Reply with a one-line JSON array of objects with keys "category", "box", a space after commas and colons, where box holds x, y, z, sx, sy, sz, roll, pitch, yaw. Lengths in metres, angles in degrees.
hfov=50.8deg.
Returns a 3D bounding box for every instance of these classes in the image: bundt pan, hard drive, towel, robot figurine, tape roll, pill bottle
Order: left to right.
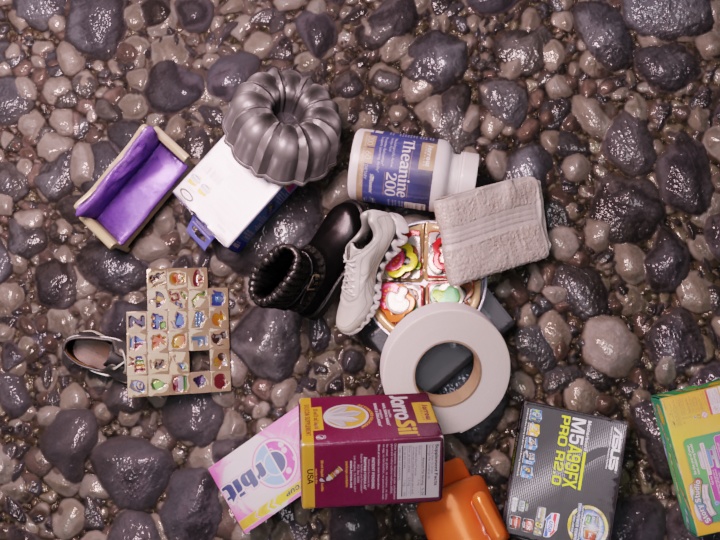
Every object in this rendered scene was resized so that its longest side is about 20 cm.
[{"category": "bundt pan", "box": [-0.116, -0.238, 1.193, 0.197, 0.076, 0.206, 10, 57, -15]}, {"category": "pill bottle", "box": [0.083, -0.154, 1.188, 0.195, 0.111, 0.114, 9, 84, 6]}, {"category": "hard drive", "box": [0.125, 0.093, 1.195, 0.199, 0.033, 0.140, -39, 80, 1]}, {"category": "tape roll", "box": [0.127, 0.149, 1.139, 0.197, 0.037, 0.208, -2, 107, -6]}, {"category": "robot figurine", "box": [0.154, 0.383, 1.108, 0.142, 0.116, 0.203, -33, 66, 19]}, {"category": "towel", "box": [0.203, -0.063, 1.144, 0.196, 0.034, 0.136, -17, 100, -26]}]

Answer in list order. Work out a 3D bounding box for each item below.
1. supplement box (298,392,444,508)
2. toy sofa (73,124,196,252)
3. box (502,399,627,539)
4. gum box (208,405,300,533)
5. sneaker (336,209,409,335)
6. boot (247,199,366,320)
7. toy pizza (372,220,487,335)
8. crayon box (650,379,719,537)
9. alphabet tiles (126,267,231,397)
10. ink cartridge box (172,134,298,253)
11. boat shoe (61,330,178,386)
[{"category": "supplement box", "box": [0.010, 0.251, 1.071, 0.195, 0.131, 0.106, -2, 108, -6]}, {"category": "toy sofa", "box": [-0.369, -0.135, 1.251, 0.083, 0.098, 0.201, 40, 88, 10]}, {"category": "box", "box": [0.306, 0.311, 1.142, 0.156, 0.044, 0.205, 11, 85, 9]}, {"category": "gum box", "box": [-0.131, 0.306, 1.184, 0.198, 0.066, 0.115, -34, 80, 2]}, {"category": "sneaker", "box": [0.000, 0.000, 1.166, 0.075, 0.080, 0.204, 28, 100, 44]}, {"category": "boot", "box": [-0.075, -0.028, 1.162, 0.078, 0.157, 0.215, 22, 87, 32]}, {"category": "toy pizza", "box": [0.098, 0.015, 1.177, 0.195, 0.032, 0.205, -5, 72, 15]}, {"category": "crayon box", "box": [0.516, 0.272, 1.113, 0.116, 0.058, 0.205, -14, 82, 6]}, {"category": "alphabet tiles", "box": [-0.295, 0.098, 1.231, 0.163, 0.008, 0.205, -1, 82, -14]}, {"category": "ink cartridge box", "box": [-0.209, -0.126, 1.240, 0.136, 0.076, 0.200, 43, 88, 9]}, {"category": "boat shoe", "box": [-0.389, 0.151, 1.236, 0.196, 0.068, 0.073, 18, 84, 6]}]
